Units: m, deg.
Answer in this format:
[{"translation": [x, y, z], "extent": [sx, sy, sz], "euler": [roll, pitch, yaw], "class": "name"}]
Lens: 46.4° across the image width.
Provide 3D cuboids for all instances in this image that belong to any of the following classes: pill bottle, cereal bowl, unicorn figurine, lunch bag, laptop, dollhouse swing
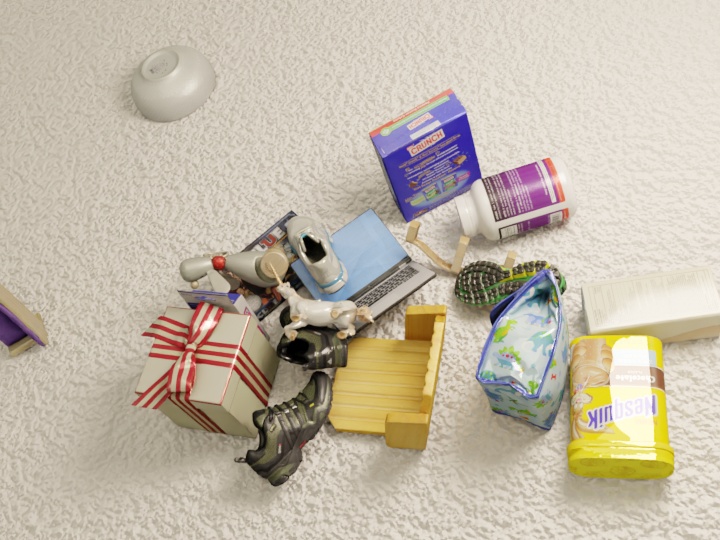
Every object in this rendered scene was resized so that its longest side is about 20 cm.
[{"translation": [0.270, -0.122, 1.476], "extent": [0.200, 0.112, 0.113], "euler": [-17, 56, 6], "class": "pill bottle"}, {"translation": [-0.435, -0.439, 1.908], "extent": [0.200, 0.083, 0.200], "euler": [-7, 58, 11], "class": "cereal bowl"}, {"translation": [-0.077, 0.066, 1.385], "extent": [0.200, 0.137, 0.074], "euler": [16, 108, 1], "class": "unicorn figurine"}, {"translation": [0.263, 0.117, 1.288], "extent": [0.127, 0.170, 0.200], "euler": [18, 72, 25], "class": "lunch bag"}, {"translation": [0.000, 0.000, 1.476], "extent": [0.187, 0.116, 0.200], "euler": [-36, 18, -6], "class": "laptop"}, {"translation": [0.037, 0.163, 1.348], "extent": [0.176, 0.182, 0.200], "euler": [9, 62, 9], "class": "dollhouse swing"}]

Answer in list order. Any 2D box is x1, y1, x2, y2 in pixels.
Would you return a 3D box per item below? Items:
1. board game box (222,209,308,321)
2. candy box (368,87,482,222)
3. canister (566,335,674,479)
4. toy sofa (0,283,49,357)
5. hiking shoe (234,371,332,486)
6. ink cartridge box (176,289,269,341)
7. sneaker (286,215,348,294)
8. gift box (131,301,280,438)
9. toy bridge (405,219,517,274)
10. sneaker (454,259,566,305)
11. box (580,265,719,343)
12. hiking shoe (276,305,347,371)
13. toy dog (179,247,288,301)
[{"translation": [-0.163, -0.009, 1.584], "extent": [0.200, 0.035, 0.135], "euler": [-41, 56, -10], "class": "board game box"}, {"translation": [0.122, -0.203, 1.519], "extent": [0.169, 0.200, 0.077], "euler": [-28, 55, -2], "class": "candy box"}, {"translation": [0.385, 0.201, 1.257], "extent": [0.148, 0.087, 0.200], "euler": [-2, 57, 16], "class": "canister"}, {"translation": [-0.683, 0.084, 1.586], "extent": [0.083, 0.200, 0.098], "euler": [-32, 50, -5], "class": "toy sofa"}, {"translation": [-0.120, 0.241, 1.360], "extent": [0.101, 0.076, 0.200], "euler": [34, 67, -14], "class": "hiking shoe"}, {"translation": [-0.233, 0.079, 1.451], "extent": [0.095, 0.200, 0.037], "euler": [4, 61, 18], "class": "ink cartridge box"}, {"translation": [-0.087, -0.050, 1.494], "extent": [0.075, 0.087, 0.200], "euler": [-34, 45, -3], "class": "sneaker"}, {"translation": [-0.269, 0.173, 1.412], "extent": [0.200, 0.187, 0.185], "euler": [0, 59, 16], "class": "gift box"}, {"translation": [0.175, -0.027, 1.471], "extent": [0.200, 0.067, 0.027], "euler": [19, 32, 7], "class": "toy bridge"}, {"translation": [0.250, 0.031, 1.416], "extent": [0.200, 0.085, 0.078], "euler": [0, 72, 34], "class": "sneaker"}, {"translation": [0.456, 0.062, 1.325], "extent": [0.200, 0.078, 0.095], "euler": [-8, 57, 12], "class": "box"}, {"translation": [-0.104, 0.110, 1.428], "extent": [0.101, 0.076, 0.200], "euler": [-8, 22, -30], "class": "hiking shoe"}, {"translation": [-0.214, 0.015, 1.511], "extent": [0.200, 0.132, 0.096], "euler": [-4, 96, 20], "class": "toy dog"}]
